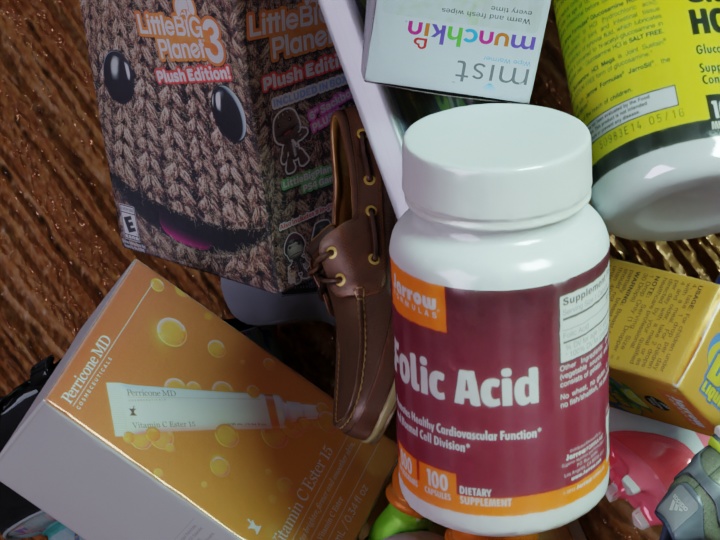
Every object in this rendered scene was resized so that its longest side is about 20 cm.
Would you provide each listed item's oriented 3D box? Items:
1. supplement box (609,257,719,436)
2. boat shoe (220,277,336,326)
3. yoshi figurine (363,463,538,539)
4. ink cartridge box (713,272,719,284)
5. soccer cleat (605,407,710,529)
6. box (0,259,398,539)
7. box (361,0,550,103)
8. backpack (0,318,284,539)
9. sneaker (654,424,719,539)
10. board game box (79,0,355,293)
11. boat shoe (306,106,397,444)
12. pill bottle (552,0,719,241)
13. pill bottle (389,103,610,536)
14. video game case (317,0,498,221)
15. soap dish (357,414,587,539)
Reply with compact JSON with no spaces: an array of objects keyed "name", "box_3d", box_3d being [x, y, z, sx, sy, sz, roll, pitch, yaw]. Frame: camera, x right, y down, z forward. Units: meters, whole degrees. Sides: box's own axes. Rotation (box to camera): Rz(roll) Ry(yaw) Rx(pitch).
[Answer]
[{"name":"supplement box","box_3d":[0.128,0.032,1.337,0.199,0.067,0.069,12,68,45]},{"name":"boat shoe","box_3d":[-0.006,0.006,1.535,0.199,0.056,0.069,3,101,45]},{"name":"yoshi figurine","box_3d":[0.035,0.210,1.425,0.111,0.112,0.201,24,107,-6]},{"name":"ink cartridge box","box_3d":[0.277,0.048,1.271,0.200,0.047,0.198,51,132,29]},{"name":"soccer cleat","box_3d":[0.144,0.073,1.407,0.200,0.076,0.067,48,160,46]},{"name":"box","box_3d":[-0.096,0.112,1.422,0.199,0.125,0.098,35,139,-7]},{"name":"box","box_3d":[0.058,-0.218,1.261,0.096,0.201,0.177,7,129,-1]},{"name":"backpack","box_3d":[-0.131,0.112,1.590,0.177,0.199,0.151,-31,82,43]},{"name":"sneaker","box_3d":[0.200,0.151,1.298,0.074,0.081,0.200,47,169,40]},{"name":"board game box","box_3d":[-0.077,-0.107,1.456,0.159,0.097,0.201,14,120,47]},{"name":"boat shoe","box_3d":[0.000,-0.001,1.382,0.072,0.067,0.201,141,139,-65]},{"name":"pill bottle","box_3d":[0.161,-0.126,1.274,0.112,0.112,0.201,-28,65,45]},{"name":"pill bottle","box_3d":[0.072,0.024,1.239,0.114,0.114,0.201,19,121,41]},{"name":"video game case","box_3d":[0.037,-0.120,1.374,0.023,0.182,0.201,-22,84,26]},{"name":"soap dish","box_3d":[0.051,0.153,1.499,0.157,0.081,0.201,-35,75,44]}]
